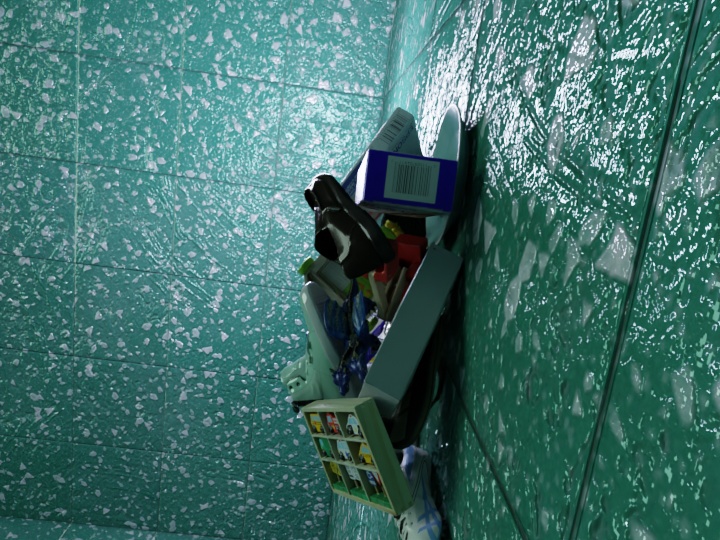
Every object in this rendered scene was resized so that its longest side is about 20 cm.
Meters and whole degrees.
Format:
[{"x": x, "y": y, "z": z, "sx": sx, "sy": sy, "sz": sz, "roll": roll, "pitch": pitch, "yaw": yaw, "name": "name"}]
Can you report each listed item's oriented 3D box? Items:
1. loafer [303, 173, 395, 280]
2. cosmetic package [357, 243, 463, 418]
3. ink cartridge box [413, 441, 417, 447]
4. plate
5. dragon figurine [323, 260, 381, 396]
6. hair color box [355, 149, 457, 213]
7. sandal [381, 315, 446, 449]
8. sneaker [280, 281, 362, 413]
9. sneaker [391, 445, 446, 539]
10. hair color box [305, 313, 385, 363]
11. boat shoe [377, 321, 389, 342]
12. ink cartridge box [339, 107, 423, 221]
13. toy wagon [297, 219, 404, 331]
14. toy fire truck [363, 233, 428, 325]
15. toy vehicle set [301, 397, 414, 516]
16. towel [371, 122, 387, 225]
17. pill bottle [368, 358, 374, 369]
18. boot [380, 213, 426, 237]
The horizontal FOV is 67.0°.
[{"x": -0.033, "y": -0.055, "z": 0.654, "sx": 0.073, "sy": 0.071, "sz": 0.200, "roll": 56, "pitch": 176, "yaw": -35, "name": "loafer"}, {"x": 0.063, "y": 0.072, "z": 0.667, "sx": 0.202, "sy": 0.050, "sz": 0.083, "roll": -61, "pitch": -10, "yaw": -27, "name": "cosmetic package"}, {"x": 0.009, "y": 0.281, "z": 0.910, "sx": 0.201, "sy": 0.142, "sz": 0.085, "roll": 105, "pitch": 173, "yaw": -68, "name": "ink cartridge box"}, {"x": 0.125, "y": -0.131, "z": 0.773, "sx": 0.200, "sy": 0.025, "sz": 0.205, "roll": -173, "pitch": 90, "yaw": -86, "name": "plate"}, {"x": -0.013, "y": 0.065, "z": 0.736, "sx": 0.099, "sy": 0.058, "sz": 0.204, "roll": 39, "pitch": -139, "yaw": -67, "name": "dragon figurine"}, {"x": 0.052, "y": -0.109, "z": 0.720, "sx": 0.200, "sy": 0.107, "sz": 0.066, "roll": -115, "pitch": 33, "yaw": -84, "name": "hair color box"}, {"x": 0.083, "y": 0.139, "z": 0.705, "sx": 0.079, "sy": 0.057, "sz": 0.203, "roll": -26, "pitch": 29, "yaw": 42, "name": "sandal"}, {"x": -0.078, "y": 0.121, "z": 0.785, "sx": 0.074, "sy": 0.116, "sz": 0.204, "roll": -63, "pitch": -43, "yaw": -65, "name": "sneaker"}, {"x": 0.060, "y": 0.291, "z": 0.659, "sx": 0.201, "sy": 0.071, "sz": 0.073, "roll": -95, "pitch": 14, "yaw": -69, "name": "sneaker"}, {"x": -0.004, "y": 0.110, "z": 1.042, "sx": 0.200, "sy": 0.108, "sz": 0.066, "roll": -40, "pitch": -45, "yaw": -48, "name": "hair color box"}, {"x": 0.071, "y": 0.095, "z": 0.939, "sx": 0.202, "sy": 0.073, "sz": 0.088, "roll": 18, "pitch": -99, "yaw": -84, "name": "boat shoe"}, {"x": 0.042, "y": -0.160, "z": 0.989, "sx": 0.198, "sy": 0.043, "sz": 0.200, "roll": -54, "pitch": -22, "yaw": -5, "name": "ink cartridge box"}, {"x": 0.000, "y": 0.000, "z": 0.865, "sx": 0.200, "sy": 0.155, "sz": 0.040, "roll": -47, "pitch": 3, "yaw": 21, "name": "toy wagon"}, {"x": 0.052, "y": 0.023, "z": 0.758, "sx": 0.141, "sy": 0.048, "sz": 0.203, "roll": -47, "pitch": -39, "yaw": -46, "name": "toy fire truck"}, {"x": -0.012, "y": 0.225, "z": 0.681, "sx": 0.200, "sy": 0.026, "sz": 0.126, "roll": -31, "pitch": 81, "yaw": 63, "name": "toy vehicle set"}, {"x": 0.045, "y": -0.183, "z": 1.080, "sx": 0.172, "sy": 0.048, "sz": 0.200, "roll": -55, "pitch": -20, "yaw": 5, "name": "towel"}, {"x": 0.018, "y": 0.244, "z": 1.124, "sx": 0.200, "sy": 0.110, "sz": 0.115, "roll": 172, "pitch": 105, "yaw": -86, "name": "pill bottle"}, {"x": 0.073, "y": -0.058, "z": 0.977, "sx": 0.213, "sy": 0.078, "sz": 0.160, "roll": -66, "pitch": -6, "yaw": -48, "name": "boot"}]
